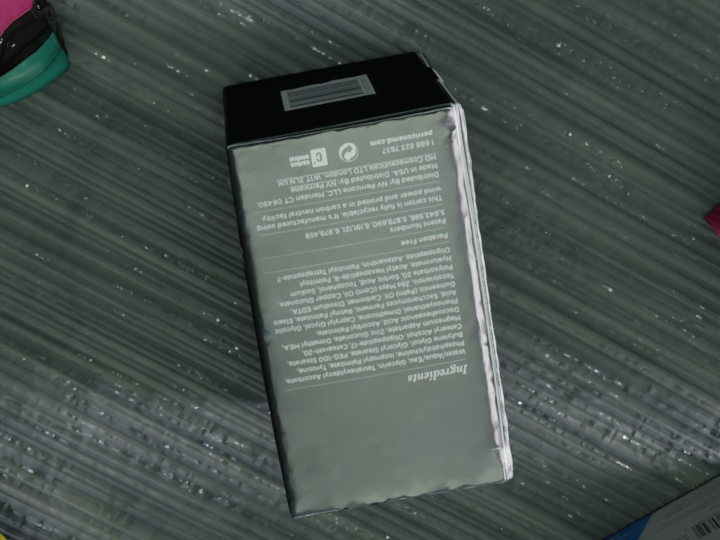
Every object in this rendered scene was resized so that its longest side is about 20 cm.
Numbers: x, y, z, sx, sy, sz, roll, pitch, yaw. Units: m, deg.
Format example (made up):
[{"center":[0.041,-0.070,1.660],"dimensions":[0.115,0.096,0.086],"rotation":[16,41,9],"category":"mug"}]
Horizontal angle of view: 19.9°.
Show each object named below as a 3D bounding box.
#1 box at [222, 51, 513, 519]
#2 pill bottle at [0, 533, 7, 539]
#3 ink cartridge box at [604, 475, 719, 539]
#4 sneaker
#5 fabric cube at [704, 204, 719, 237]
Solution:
[{"center":[0.000,0.000,1.100],"dimensions":[0.123,0.200,0.198],"rotation":[-11,104,-2],"category":"box"},{"center":[-0.219,0.217,1.172],"dimensions":[0.114,0.114,0.200],"rotation":[-42,103,5],"category":"pill bottle"},{"center":[0.203,0.204,1.169],"dimensions":[0.146,0.200,0.086],"rotation":[-29,105,2],"category":"ink cartridge box"},{"center":[-0.189,-0.163,1.105],"dimensions":[0.083,0.121,0.200],"rotation":[17,63,23],"category":"sneaker"},{"center":[0.347,-0.014,1.134],"dimensions":[0.199,0.200,0.196],"rotation":[-44,103,5],"category":"fabric cube"}]
